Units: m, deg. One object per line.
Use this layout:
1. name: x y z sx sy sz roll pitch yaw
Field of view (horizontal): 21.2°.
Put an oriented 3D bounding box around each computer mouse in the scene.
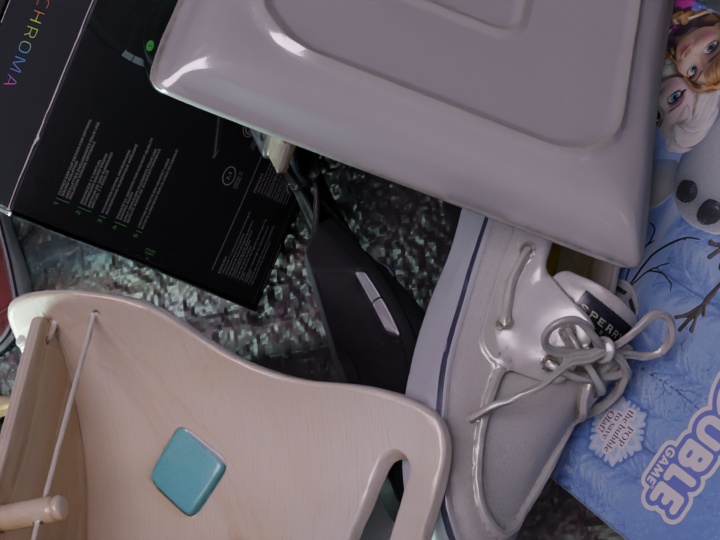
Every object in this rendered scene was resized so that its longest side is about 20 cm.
1. computer mouse: 0.000 0.000 0.799 0.046 0.141 0.201 -20 44 2

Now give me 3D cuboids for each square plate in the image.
1. square plate: 0.035 -0.114 0.765 0.198 0.029 0.199 20 52 -7

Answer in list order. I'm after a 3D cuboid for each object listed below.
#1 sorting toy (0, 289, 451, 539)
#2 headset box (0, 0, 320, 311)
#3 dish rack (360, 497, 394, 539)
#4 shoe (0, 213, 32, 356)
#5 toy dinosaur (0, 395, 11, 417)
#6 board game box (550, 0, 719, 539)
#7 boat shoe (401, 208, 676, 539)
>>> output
1. sorting toy: -0.056 0.110 0.711 0.178 0.107 0.201 -6 50 19
2. headset box: -0.098 -0.095 0.843 0.092 0.200 0.175 22 90 32
3. dish rack: -0.034 0.138 0.794 0.171 0.044 0.200 -26 41 -16
4. shoe: -0.228 -0.053 0.952 0.071 0.091 0.201 -27 72 15
5. toy dinosaur: -0.230 0.100 0.955 0.106 0.060 0.200 40 103 -2
6. board game box: 0.140 0.006 0.786 0.199 0.043 0.201 37 96 43
7. boat shoe: 0.080 0.024 0.756 0.086 0.075 0.203 -4 58 38
